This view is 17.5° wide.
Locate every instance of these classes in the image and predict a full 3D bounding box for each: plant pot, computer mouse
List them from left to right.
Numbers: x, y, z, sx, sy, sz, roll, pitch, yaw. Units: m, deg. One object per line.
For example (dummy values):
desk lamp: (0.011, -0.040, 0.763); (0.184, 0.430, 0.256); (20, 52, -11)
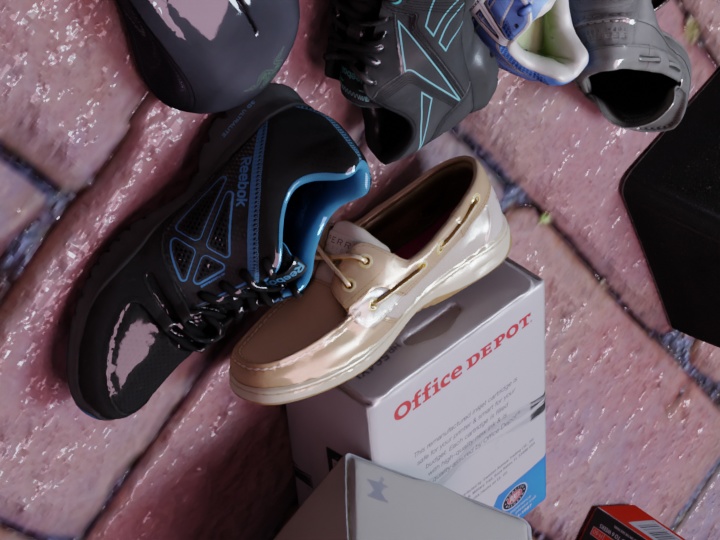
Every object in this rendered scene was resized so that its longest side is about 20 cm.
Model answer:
computer mouse: (-0.079, -0.138, 1.111); (0.139, 0.053, 0.200); (-49, 146, -13)
plant pot: (0.325, -0.038, 1.595); (0.200, 0.177, 0.200); (-48, 146, -14)

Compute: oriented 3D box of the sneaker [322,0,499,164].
sneaker: (0.019, -0.130, 1.224); (0.079, 0.075, 0.200); (-44, 144, -14)

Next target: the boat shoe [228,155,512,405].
boat shoe: (0.000, 0.000, 1.320); (0.200, 0.074, 0.069); (-37, 130, -29)

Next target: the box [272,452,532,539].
box: (-0.002, 0.222, 1.361); (0.128, 0.109, 0.200); (22, 129, -21)

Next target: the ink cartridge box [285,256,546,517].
ink cartridge box: (0.036, 0.093, 1.420); (0.146, 0.084, 0.200); (-34, 140, -28)

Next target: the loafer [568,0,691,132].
loafer: (0.158, -0.114, 1.388); (0.200, 0.070, 0.070); (38, 46, -66)

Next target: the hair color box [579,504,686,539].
hair color box: (0.185, 0.286, 1.757); (0.061, 0.101, 0.200); (5, 113, -54)

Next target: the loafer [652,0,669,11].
loafer: (0.147, -0.201, 1.327); (0.073, 0.071, 0.200); (-53, 146, -6)

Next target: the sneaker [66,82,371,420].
sneaker: (-0.076, -0.001, 1.203); (0.200, 0.082, 0.073); (-55, 148, 0)

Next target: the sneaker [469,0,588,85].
sneaker: (0.075, -0.175, 1.254); (0.076, 0.077, 0.200); (-47, 143, -12)
